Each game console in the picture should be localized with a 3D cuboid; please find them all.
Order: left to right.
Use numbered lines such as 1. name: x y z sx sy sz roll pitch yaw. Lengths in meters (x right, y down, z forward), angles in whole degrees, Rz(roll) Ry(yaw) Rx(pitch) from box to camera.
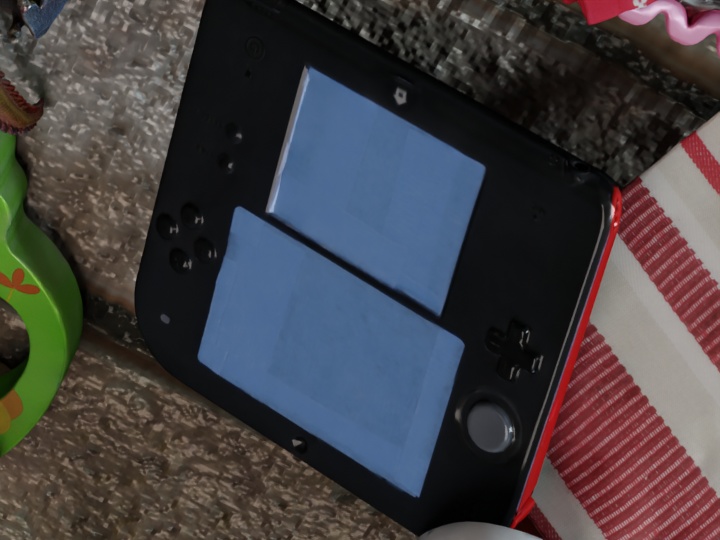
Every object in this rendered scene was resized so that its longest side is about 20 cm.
1. game console: 0.000 0.000 1.130 0.200 0.031 0.177 31 125 26

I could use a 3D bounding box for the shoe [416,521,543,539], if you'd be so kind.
1. shoe: 0.037 0.177 1.149 0.071 0.091 0.200 16 151 0

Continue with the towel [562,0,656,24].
1. towel: 0.144 -0.173 0.947 0.200 0.022 0.145 -19 125 -1

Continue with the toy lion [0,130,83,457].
1. toy lion: -0.206 -0.013 1.254 0.200 0.069 0.192 33 125 -10

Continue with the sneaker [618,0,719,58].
1. sneaker: 0.144 -0.120 1.029 0.200 0.079 0.096 26 109 0

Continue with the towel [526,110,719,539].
1. towel: 0.135 0.032 1.108 0.200 0.023 0.144 -39 80 23

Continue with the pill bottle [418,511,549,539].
1. pill bottle: 0.131 0.108 1.193 0.200 0.112 0.112 9 132 12

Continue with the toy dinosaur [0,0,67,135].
1. toy dinosaur: -0.207 -0.144 1.120 0.181 0.105 0.200 39 148 12
